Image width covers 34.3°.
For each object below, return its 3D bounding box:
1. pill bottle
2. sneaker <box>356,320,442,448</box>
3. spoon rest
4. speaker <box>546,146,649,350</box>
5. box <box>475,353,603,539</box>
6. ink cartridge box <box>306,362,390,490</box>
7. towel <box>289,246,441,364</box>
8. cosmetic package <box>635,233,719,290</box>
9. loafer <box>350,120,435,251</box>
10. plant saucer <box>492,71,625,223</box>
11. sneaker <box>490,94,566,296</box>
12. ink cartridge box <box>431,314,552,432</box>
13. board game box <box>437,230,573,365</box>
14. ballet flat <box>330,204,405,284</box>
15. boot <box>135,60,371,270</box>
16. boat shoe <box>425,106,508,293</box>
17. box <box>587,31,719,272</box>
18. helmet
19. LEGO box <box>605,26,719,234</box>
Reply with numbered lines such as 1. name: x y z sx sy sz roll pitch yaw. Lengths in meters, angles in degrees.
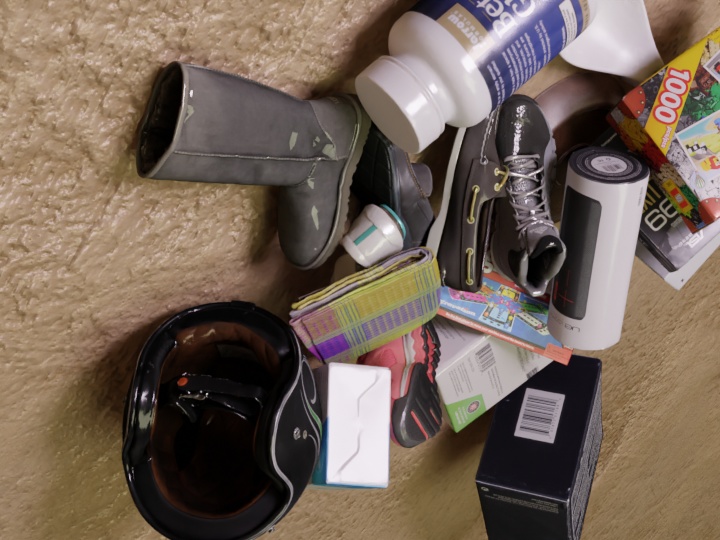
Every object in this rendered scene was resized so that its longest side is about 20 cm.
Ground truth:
1. pill bottle: 0.094 -0.192 0.986 0.200 0.111 0.111 -42 145 -12
2. sneaker: 0.034 0.117 1.209 0.086 0.200 0.074 -18 120 17
3. spoon rest: 0.254 -0.230 1.158 0.099 0.061 0.200 -51 144 12
4. speaker: 0.240 -0.019 1.188 0.081 0.081 0.201 -19 129 -29
5. box: 0.231 0.236 1.484 0.199 0.123 0.201 72 32 -52
6. ink cartridge box: -0.037 0.164 1.189 0.066 0.117 0.200 6 167 -21
7. towel: 0.011 0.038 1.113 0.143 0.023 0.200 -26 161 -1
8. cosmetic package: 0.366 -0.102 1.316 0.200 0.151 0.052 -51 144 10
9. loafer: 0.033 -0.081 1.102 0.072 0.073 0.200 -40 155 -18
10. plant saucer: 0.221 -0.120 1.264 0.200 0.032 0.201 -26 140 -23
11. sneaker: 0.173 -0.067 1.154 0.075 0.116 0.201 -9 113 -7
12. ink cartridge box: 0.154 0.072 1.350 0.200 0.084 0.146 -36 144 -9
13. board game box: 0.158 0.022 1.255 0.199 0.019 0.103 21 92 -21
14. ballet flat: 0.000 0.000 1.117 0.069 0.070 0.200 -32 163 -14
15. boot: -0.094 -0.080 0.974 0.199 0.072 0.183 -8 118 -47
16. boat shoe: 0.112 -0.078 1.135 0.072 0.060 0.202 -35 140 -68
17. box: 0.345 -0.121 1.218 0.200 0.158 0.050 -42 175 1
18. helmet: -0.126 0.148 1.071 0.199 0.200 0.191 -21 136 -27
19. LEGO box: 0.368 -0.157 1.148 0.200 0.149 0.077 -36 174 -6
